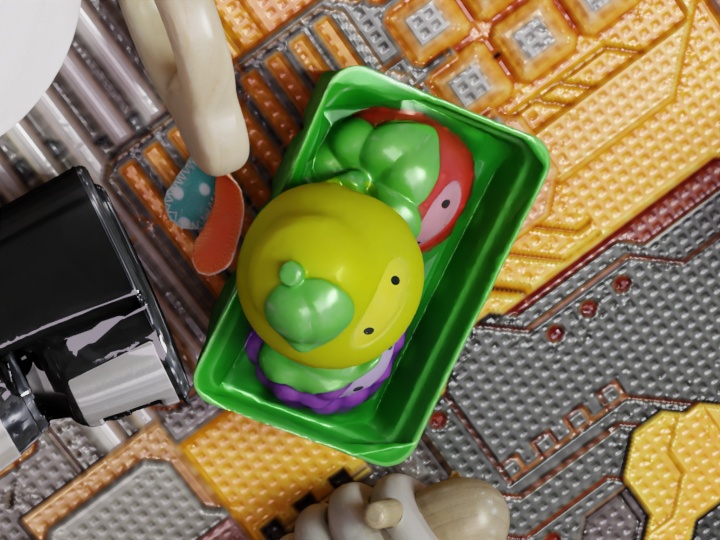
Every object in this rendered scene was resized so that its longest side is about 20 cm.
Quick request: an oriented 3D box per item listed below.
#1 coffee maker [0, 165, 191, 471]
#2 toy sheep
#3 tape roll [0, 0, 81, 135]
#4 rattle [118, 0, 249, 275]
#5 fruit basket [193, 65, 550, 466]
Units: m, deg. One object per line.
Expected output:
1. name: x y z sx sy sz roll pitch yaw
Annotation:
1. coffee maker: -0.212 0.023 1.539 0.200 0.135 0.192 -27 112 -5
2. toy sheep: 0.003 0.186 1.651 0.200 0.138 0.138 -37 113 13
3. tape roll: -0.244 -0.155 1.506 0.202 0.071 0.203 -4 108 -12
4. rattle: -0.054 -0.117 1.543 0.143 0.130 0.200 -29 106 -28
5. fruit basket: 0.000 0.000 1.550 0.155 0.216 0.216 21 102 -19
